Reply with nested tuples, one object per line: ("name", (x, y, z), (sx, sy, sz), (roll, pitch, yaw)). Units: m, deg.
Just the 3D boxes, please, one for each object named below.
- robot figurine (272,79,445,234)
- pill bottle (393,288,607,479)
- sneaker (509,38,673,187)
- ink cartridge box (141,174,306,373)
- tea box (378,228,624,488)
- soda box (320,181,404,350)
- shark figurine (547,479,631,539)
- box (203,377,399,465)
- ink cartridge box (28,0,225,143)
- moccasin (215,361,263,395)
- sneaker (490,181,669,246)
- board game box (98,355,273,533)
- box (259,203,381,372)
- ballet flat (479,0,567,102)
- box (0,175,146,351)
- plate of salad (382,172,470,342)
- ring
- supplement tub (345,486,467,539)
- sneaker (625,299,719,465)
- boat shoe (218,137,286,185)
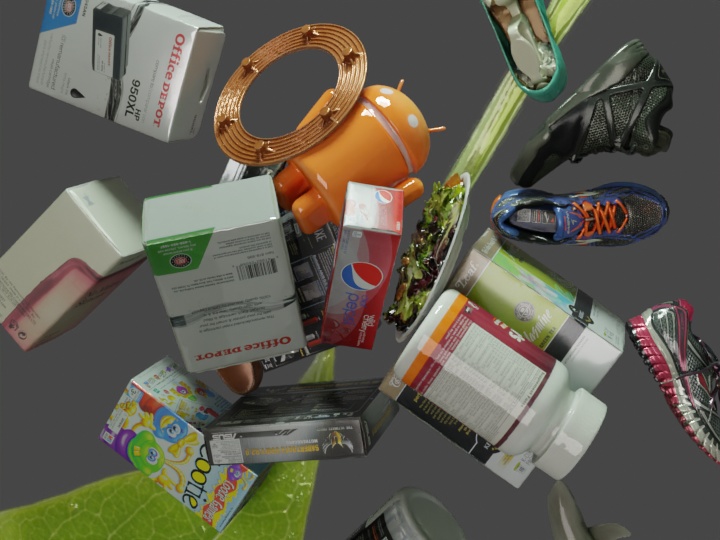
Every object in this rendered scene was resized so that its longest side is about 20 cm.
("robot figurine", (-0.006, -0.130, 1.113), (0.200, 0.144, 0.117), (-38, 122, -7))
("pill bottle", (0.141, 0.116, 1.004), (0.199, 0.110, 0.110), (34, 109, 6))
("sneaker", (0.258, -0.141, 1.072), (0.199, 0.076, 0.114), (-42, 82, 15))
("ink cartridge box", (-0.148, 0.008, 1.101), (0.145, 0.083, 0.201), (-11, 132, -4))
("tea box", (0.161, 0.095, 1.123), (0.196, 0.134, 0.201), (35, 109, 5))
("soda box", (0.000, 0.000, 1.082), (0.063, 0.070, 0.201), (8, 139, -4))
("shark figurine", (0.299, 0.358, 1.169), (0.213, 0.089, 0.129), (27, 110, 11))
("box", (-0.068, 0.180, 1.196), (0.198, 0.158, 0.049), (-6, 99, 17))
("ink cartridge box", (-0.282, -0.258, 1.198), (0.199, 0.084, 0.146), (22, 108, 10))
("moccasin", (-0.185, 0.065, 1.245), (0.073, 0.078, 0.203), (-18, 97, 19))
("sneaker", (0.239, -0.054, 1.096), (0.198, 0.078, 0.076), (-4, 102, 17))
("board game box", (-0.216, 0.221, 1.276), (0.199, 0.105, 0.103), (35, 110, 7))
("box", (-0.084, 0.006, 1.218), (0.157, 0.050, 0.201), (-21, 96, 19))
("ballet flat", (0.169, -0.277, 1.070), (0.067, 0.070, 0.201), (-24, 95, 20))
("box", (-0.366, -0.010, 1.255), (0.200, 0.128, 0.109), (-40, 90, 21))
("plate of salad", (0.070, -0.018, 1.089), (0.048, 0.200, 0.201), (22, 108, -7))
("ring", (-0.084, -0.204, 1.116), (0.199, 0.202, 0.019), (-15, 143, 21))
("supplement tub", (0.030, 0.374, 1.230), (0.122, 0.122, 0.200), (44, 110, 3))
("sneaker", (0.374, 0.128, 1.099), (0.074, 0.081, 0.201), (-30, 97, 8))
("boat shoe", (-0.141, -0.053, 1.156), (0.070, 0.072, 0.201), (23, 109, 6))
